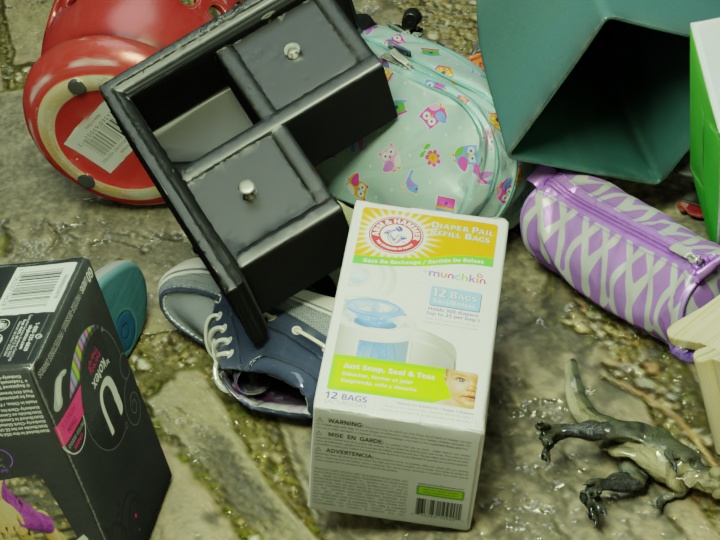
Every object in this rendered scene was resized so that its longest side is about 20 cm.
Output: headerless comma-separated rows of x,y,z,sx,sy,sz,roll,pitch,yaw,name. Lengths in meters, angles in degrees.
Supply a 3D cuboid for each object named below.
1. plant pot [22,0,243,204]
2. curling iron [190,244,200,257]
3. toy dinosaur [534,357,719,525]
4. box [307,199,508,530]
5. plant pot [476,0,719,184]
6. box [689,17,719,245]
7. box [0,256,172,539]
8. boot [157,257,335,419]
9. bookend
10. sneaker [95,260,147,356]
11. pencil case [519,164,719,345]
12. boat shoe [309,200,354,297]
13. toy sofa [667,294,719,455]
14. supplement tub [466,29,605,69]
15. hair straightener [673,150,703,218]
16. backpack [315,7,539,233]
-0.180,-0.167,1.729,0.200,0.201,0.183,-3,45,19,plant pot
-0.094,-0.034,1.567,0.026,0.050,0.200,-10,9,20,curling iron
0.166,0.116,1.310,0.088,0.048,0.200,-18,31,-28,toy dinosaur
0.033,0.060,1.352,0.112,0.101,0.200,8,44,4,box
0.170,-0.192,1.492,0.141,0.141,0.200,8,46,-30,plant pot
0.322,-0.097,1.389,0.176,0.200,0.097,-12,63,4,box
-0.213,0.107,1.343,0.106,0.200,0.122,-5,36,17,box
-0.089,0.049,1.484,0.200,0.073,0.090,12,38,34,boot
-0.048,-0.089,1.440,0.199,0.092,0.200,-30,63,-5,bookend
-0.257,0.056,1.543,0.130,0.080,0.200,7,40,28,sneaker
0.197,-0.008,1.435,0.084,0.086,0.200,-47,39,-10,pencil case
0.002,-0.002,1.520,0.201,0.063,0.074,34,85,31,boat shoe
0.301,0.039,1.328,0.200,0.083,0.098,-35,34,-25,toy sofa
0.175,-0.175,1.647,0.200,0.123,0.122,-36,39,-26,supplement tub
0.314,-0.121,1.551,0.200,0.077,0.041,-34,35,-23,hair straightener
0.046,-0.096,1.553,0.200,0.167,0.127,28,25,29,backpack
